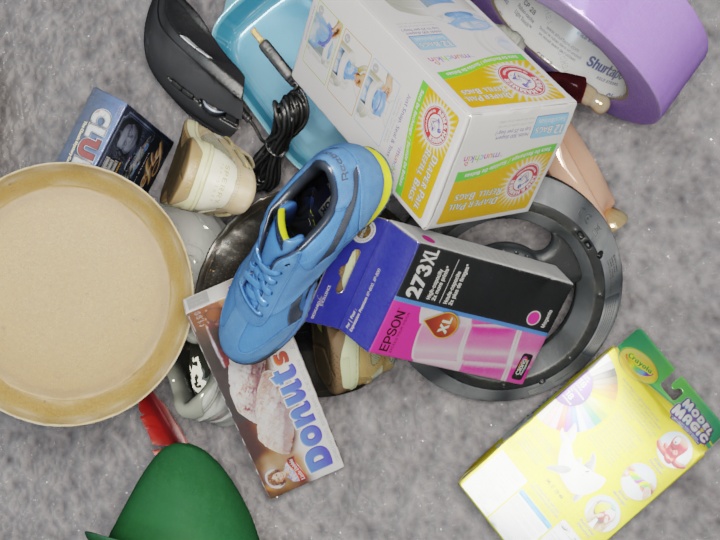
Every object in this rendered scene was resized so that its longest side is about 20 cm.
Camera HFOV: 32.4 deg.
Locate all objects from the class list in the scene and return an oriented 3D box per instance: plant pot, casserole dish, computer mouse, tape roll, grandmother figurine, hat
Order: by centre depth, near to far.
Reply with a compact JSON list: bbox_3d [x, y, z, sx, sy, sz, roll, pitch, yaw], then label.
[{"bbox_3d":[-0.229,0.018,0.963,0.196,0.027,0.204,0,92,-11],"label":"plant pot"},{"bbox_3d":[0.176,-0.204,0.984,0.199,0.200,0.066,39,89,9],"label":"tape roll"},{"bbox_3d":[-0.125,0.154,1.007,0.197,0.166,0.179,20,74,-8],"label":"hat"},{"bbox_3d":[0.147,-0.114,1.011,0.120,0.061,0.201,-33,105,4],"label":"grandmother figurine"},{"bbox_3d":[-0.051,0.010,1.033,0.197,0.081,0.204,-8,114,-19],"label":"hat"},{"bbox_3d":[-0.124,-0.168,1.044,0.046,0.141,0.201,-29,79,-35],"label":"computer mouse"},{"bbox_3d":[-0.044,-0.172,1.086,0.121,0.039,0.201,-38,81,1],"label":"casserole dish"}]

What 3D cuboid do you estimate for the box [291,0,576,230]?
[{"bbox_3d":[0.051,-0.137,0.937,0.111,0.102,0.201,-10,47,-35],"label":"box"}]

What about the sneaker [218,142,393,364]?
[{"bbox_3d":[-0.058,-0.010,0.874,0.066,0.078,0.201,48,118,19],"label":"sneaker"}]

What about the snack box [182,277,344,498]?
[{"bbox_3d":[-0.076,0.094,1.002,0.071,0.024,0.202,-23,122,-5],"label":"snack box"}]

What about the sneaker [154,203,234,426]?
[{"bbox_3d":[-0.140,0.031,1.038,0.077,0.099,0.203,-18,81,18],"label":"sneaker"}]

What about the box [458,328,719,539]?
[{"bbox_3d":[0.190,0.153,1.021,0.199,0.048,0.118,-41,81,3],"label":"box"}]

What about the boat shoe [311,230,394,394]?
[{"bbox_3d":[0.000,0.000,0.966,0.075,0.203,0.072,-14,38,-19],"label":"boat shoe"}]

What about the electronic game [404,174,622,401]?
[{"bbox_3d":[0.117,0.015,1.012,0.196,0.042,0.204,-1,111,-1],"label":"electronic game"}]

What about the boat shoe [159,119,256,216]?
[{"bbox_3d":[-0.121,-0.077,1.003,0.064,0.200,0.073,18,95,-14],"label":"boat shoe"}]

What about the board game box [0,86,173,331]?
[{"bbox_3d":[-0.234,-0.041,1.042,0.034,0.135,0.202,26,87,10],"label":"board game box"}]

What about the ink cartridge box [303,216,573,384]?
[{"bbox_3d":[0.062,0.023,0.938,0.197,0.037,0.096,15,111,-29],"label":"ink cartridge box"}]
